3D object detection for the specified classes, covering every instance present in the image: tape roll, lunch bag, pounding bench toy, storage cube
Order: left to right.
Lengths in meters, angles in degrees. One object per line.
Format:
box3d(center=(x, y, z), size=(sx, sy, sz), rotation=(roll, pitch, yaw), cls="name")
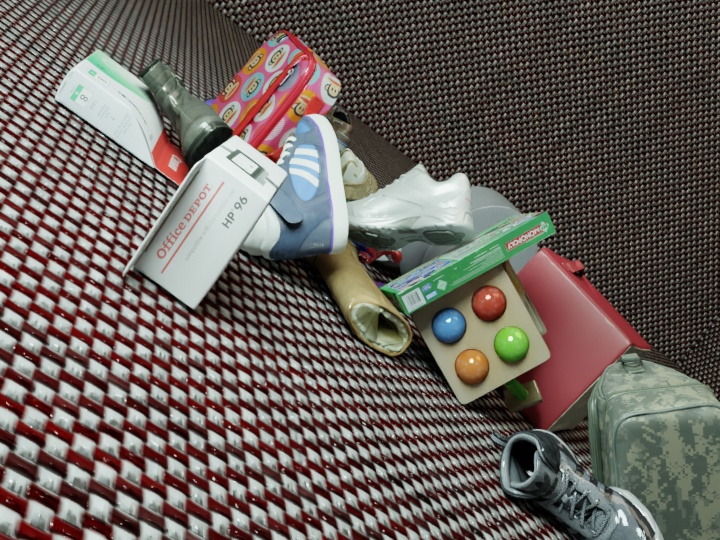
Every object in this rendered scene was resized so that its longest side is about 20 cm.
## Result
box3d(center=(-0.117, -0.199, 1.319), size=(0.082, 0.201, 0.177), rotation=(34, 11, -38), cls="lunch bag")
box3d(center=(0.158, -0.017, 1.479), size=(0.199, 0.201, 0.066), rotation=(30, 14, -36), cls="tape roll")
box3d(center=(0.166, 0.098, 1.237), size=(0.202, 0.123, 0.156), rotation=(60, 11, -4), cls="pounding bench toy")
box3d(center=(0.278, 0.101, 1.428), size=(0.180, 0.200, 0.170), rotation=(49, 14, 22), cls="storage cube")
box3d(center=(0.327, 0.213, 1.134), size=(0.136, 0.204, 0.168), rotation=(-7, 15, 3), cls="lunch bag")

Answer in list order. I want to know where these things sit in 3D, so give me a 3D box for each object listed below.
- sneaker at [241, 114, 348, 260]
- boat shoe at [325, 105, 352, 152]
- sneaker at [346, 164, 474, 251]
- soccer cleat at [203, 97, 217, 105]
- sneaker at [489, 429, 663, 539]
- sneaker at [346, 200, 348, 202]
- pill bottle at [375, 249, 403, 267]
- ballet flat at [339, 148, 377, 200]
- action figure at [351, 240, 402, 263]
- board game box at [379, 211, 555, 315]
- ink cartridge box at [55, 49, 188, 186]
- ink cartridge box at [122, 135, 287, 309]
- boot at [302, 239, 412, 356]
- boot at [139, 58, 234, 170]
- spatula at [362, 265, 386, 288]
box3d(center=(-0.098, -0.100, 1.144), size=(0.143, 0.081, 0.203), rotation=(-1, 54, -16), cls="sneaker")
box3d(center=(-0.056, -0.339, 2.360), size=(0.072, 0.073, 0.201), rotation=(31, 14, -31), cls="boat shoe")
box3d(center=(0.054, -0.082, 1.270), size=(0.196, 0.101, 0.078), rotation=(1, -22, 23), cls="sneaker")
box3d(center=(-0.153, -0.179, 1.478), size=(0.198, 0.068, 0.074), rotation=(35, 24, -16), cls="soccer cleat")
box3d(center=(0.210, 0.231, 1.023), size=(0.113, 0.076, 0.200), rotation=(24, 13, -50), cls="sneaker")
box3d(center=(-0.087, -0.165, 1.568), size=(0.199, 0.084, 0.074), rotation=(34, 11, -26), cls="sneaker")
box3d(center=(0.063, -0.063, 1.574), size=(0.114, 0.115, 0.200), rotation=(41, 12, 13), cls="pill bottle")
box3d(center=(-0.045, -0.147, 1.459), size=(0.197, 0.065, 0.072), rotation=(5, 53, -35), cls="ballet flat")
box3d(center=(-0.028, -0.069, 1.357), size=(0.198, 0.066, 0.099), rotation=(32, -5, 2), cls="action figure")
box3d(center=(0.123, -0.010, 1.203), size=(0.030, 0.197, 0.135), rotation=(62, -6, -4), cls="board game box")
box3d(center=(-0.248, -0.171, 1.183), size=(0.198, 0.050, 0.161), rotation=(34, 12, -15), cls="ink cartridge box")
box3d(center=(-0.130, -0.043, 0.885), size=(0.067, 0.117, 0.200), rotation=(35, 12, -6), cls="ink cartridge box")
box3d(center=(-0.033, -0.005, 1.176), size=(0.174, 0.066, 0.201), rotation=(31, 15, -33), cls="boot")
box3d(center=(-0.213, -0.188, 1.184), size=(0.131, 0.068, 0.200), rotation=(49, 0, -8), cls="boot")
box3d(center=(0.000, 0.000, 1.367), size=(0.198, 0.021, 0.057), rotation=(32, 8, -29), cls="spatula")
